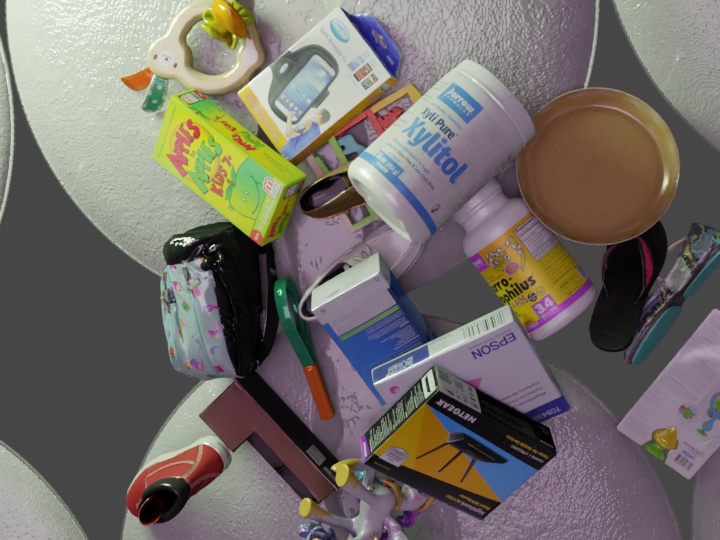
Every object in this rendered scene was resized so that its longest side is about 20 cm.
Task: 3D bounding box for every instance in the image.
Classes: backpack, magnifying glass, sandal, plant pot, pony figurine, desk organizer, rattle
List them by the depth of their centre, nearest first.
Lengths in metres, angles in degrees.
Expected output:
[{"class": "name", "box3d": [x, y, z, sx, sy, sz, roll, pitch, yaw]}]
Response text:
[{"class": "sandal", "box3d": [0.325, 0.003, 1.565, 0.075, 0.045, 0.200, 7, 63, 26]}, {"class": "plant pot", "box3d": [0.291, -0.126, 1.584, 0.200, 0.027, 0.200, -1, 78, 3]}, {"class": "rattle", "box3d": [-0.228, -0.267, 1.636, 0.200, 0.143, 0.130, -18, 113, 7]}, {"class": "pony figurine", "box3d": [0.014, 0.332, 1.651, 0.166, 0.200, 0.193, 28, 99, 48]}, {"class": "backpack", "box3d": [-0.187, 0.043, 1.671, 0.126, 0.167, 0.200, -2, 101, 27]}, {"class": "magnifying glass", "box3d": [-0.073, 0.104, 1.695, 0.022, 0.080, 0.200, -14, 105, 10]}, {"class": "desk organizer", "box3d": [-0.116, 0.233, 1.716, 0.077, 0.072, 0.200, -44, 88, 16]}]

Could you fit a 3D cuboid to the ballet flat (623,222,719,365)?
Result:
[{"class": "ballet flat", "box3d": [0.380, 0.025, 1.603, 0.074, 0.074, 0.200, 38, 101, 4]}]

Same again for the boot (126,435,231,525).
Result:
[{"class": "boot", "box3d": [-0.275, 0.302, 1.697, 0.200, 0.144, 0.072, -35, 94, 37]}]

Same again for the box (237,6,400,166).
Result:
[{"class": "box", "box3d": [-0.047, -0.242, 1.642, 0.200, 0.041, 0.119, -39, 78, 15]}]

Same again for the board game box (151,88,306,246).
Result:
[{"class": "board game box", "box3d": [-0.171, -0.133, 1.642, 0.200, 0.048, 0.102, 38, 128, 17]}]

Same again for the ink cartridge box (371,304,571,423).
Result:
[{"class": "ink cartridge box", "box3d": [0.146, 0.161, 1.624, 0.196, 0.043, 0.200, -27, 121, 13]}]

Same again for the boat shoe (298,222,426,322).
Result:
[{"class": "boat shoe", "box3d": [0.000, 0.000, 1.663, 0.200, 0.066, 0.072, -32, 91, 13]}]

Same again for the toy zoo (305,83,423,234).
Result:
[{"class": "toy zoo", "box3d": [0.040, -0.151, 1.658, 0.200, 0.020, 0.131, -30, 91, 13]}]

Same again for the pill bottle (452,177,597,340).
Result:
[{"class": "pill bottle", "box3d": [0.198, -0.018, 1.604, 0.104, 0.104, 0.200, -38, 89, 13]}]

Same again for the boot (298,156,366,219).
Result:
[{"class": "boot", "box3d": [0.012, -0.119, 1.619, 0.200, 0.075, 0.074, -28, 88, 10]}]

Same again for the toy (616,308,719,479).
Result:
[{"class": "toy", "box3d": [0.428, 0.152, 1.614, 0.115, 0.047, 0.200, 35, 106, 1]}]

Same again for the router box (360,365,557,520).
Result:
[{"class": "router box", "box3d": [0.123, 0.219, 1.605, 0.200, 0.051, 0.149, 29, 119, -26]}]

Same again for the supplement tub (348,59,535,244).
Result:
[{"class": "supplement tub", "box3d": [0.096, -0.141, 1.541, 0.200, 0.132, 0.132, -44, 88, -5]}]

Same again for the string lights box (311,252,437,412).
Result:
[{"class": "string lights box", "box3d": [0.033, 0.088, 1.637, 0.103, 0.059, 0.200, -29, 114, 13]}]
